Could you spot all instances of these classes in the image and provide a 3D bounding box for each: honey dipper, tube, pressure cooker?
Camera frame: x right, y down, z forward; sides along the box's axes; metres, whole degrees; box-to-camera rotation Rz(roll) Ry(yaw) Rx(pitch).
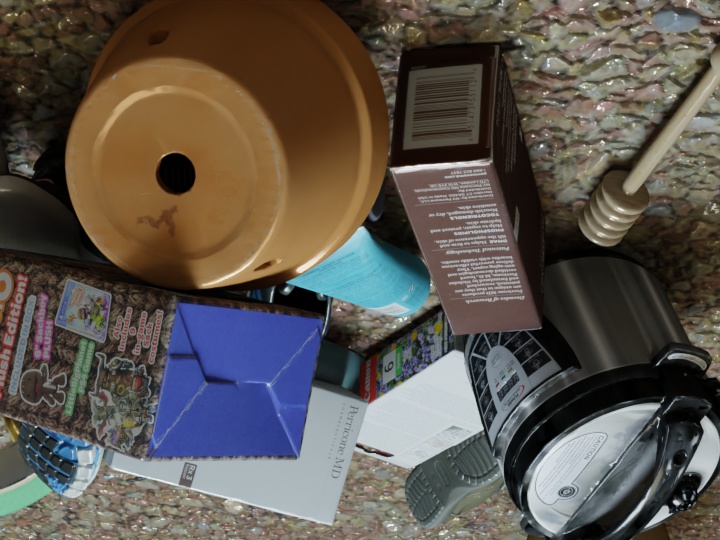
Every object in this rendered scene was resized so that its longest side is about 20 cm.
[{"bbox_3d":[0.205,-0.088,1.093,0.038,0.038,0.201,14,142,-12],"label":"honey dipper"},{"bbox_3d":[0.000,0.000,1.162,0.077,0.051,0.200,-30,165,13],"label":"tube"},{"bbox_3d":[0.180,0.104,1.198,0.177,0.201,0.177,-19,136,2],"label":"pressure cooker"}]

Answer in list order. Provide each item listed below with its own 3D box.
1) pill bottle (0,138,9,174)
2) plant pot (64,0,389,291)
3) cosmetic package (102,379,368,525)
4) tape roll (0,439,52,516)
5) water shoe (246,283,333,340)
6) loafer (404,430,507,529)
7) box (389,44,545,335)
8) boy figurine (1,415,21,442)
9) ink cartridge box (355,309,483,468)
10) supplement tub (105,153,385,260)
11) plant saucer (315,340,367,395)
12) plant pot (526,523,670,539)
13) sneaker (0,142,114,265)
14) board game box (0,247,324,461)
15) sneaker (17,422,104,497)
[{"bbox_3d":[-0.306,-0.051,1.161,0.107,0.110,0.201,8,146,-2],"label":"pill bottle"},{"bbox_3d":[-0.091,-0.074,0.979,0.197,0.140,0.203,3,105,11],"label":"plant pot"},{"bbox_3d":[-0.106,0.129,1.325,0.198,0.114,0.081,15,179,-17],"label":"cosmetic package"},{"bbox_3d":[-0.302,0.111,1.299,0.199,0.048,0.202,-20,132,-23],"label":"tape roll"},{"bbox_3d":[-0.059,0.035,1.275,0.071,0.080,0.201,8,146,-2],"label":"water shoe"},{"bbox_3d":[0.110,0.169,1.471,0.069,0.076,0.200,-12,157,-35],"label":"loafer"},{"bbox_3d":[0.079,-0.050,1.107,0.074,0.101,0.201,-3,146,14],"label":"box"},{"bbox_3d":[-0.320,0.092,1.362,0.123,0.065,0.200,-16,138,20],"label":"boy figurine"},{"bbox_3d":[0.060,0.103,1.377,0.108,0.051,0.200,22,143,-29],"label":"ink cartridge box"},{"bbox_3d":[-0.086,-0.062,1.110,0.197,0.108,0.107,-4,145,15],"label":"supplement tub"},{"bbox_3d":[-0.072,0.118,1.449,0.197,0.028,0.201,5,146,3],"label":"plant saucer"},{"bbox_3d":[0.221,0.285,1.493,0.184,0.202,0.187,4,146,3],"label":"plant pot"},{"bbox_3d":[-0.222,-0.054,1.136,0.070,0.100,0.200,-10,160,10],"label":"sneaker"},{"bbox_3d":[-0.151,0.052,1.028,0.198,0.098,0.159,12,-179,33],"label":"board game box"},{"bbox_3d":[-0.214,0.097,1.273,0.074,0.087,0.201,31,130,13],"label":"sneaker"}]
